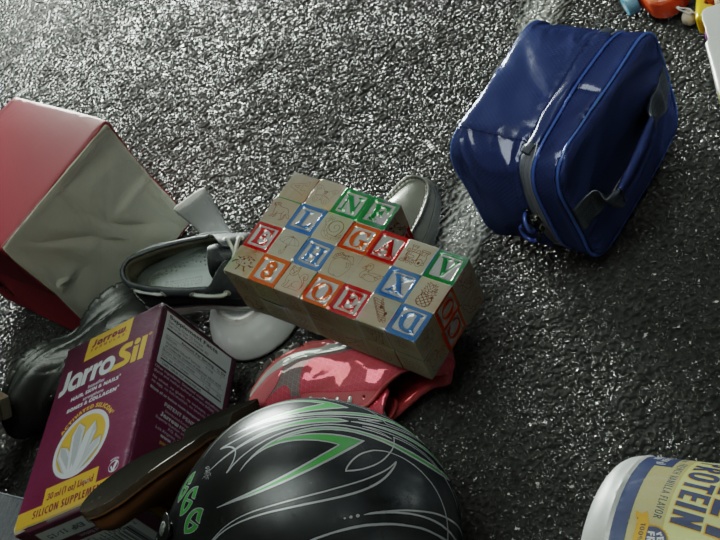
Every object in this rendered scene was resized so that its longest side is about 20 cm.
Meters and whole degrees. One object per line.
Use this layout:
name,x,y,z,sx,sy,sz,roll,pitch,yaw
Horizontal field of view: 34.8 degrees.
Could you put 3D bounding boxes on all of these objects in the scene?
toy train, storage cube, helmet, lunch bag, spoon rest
toy train,0.350,-0.294,1.092,0.200,0.056,0.150,-28,44,10
storage cube,-0.327,-0.060,1.239,0.180,0.171,0.200,18,65,41
helmet,-0.029,0.186,0.826,0.191,0.200,0.200,-43,42,9
lunch bag,0.182,-0.110,0.981,0.132,0.136,0.200,14,63,40
spoon rest,-0.123,0.006,1.147,0.099,0.061,0.200,-34,56,5

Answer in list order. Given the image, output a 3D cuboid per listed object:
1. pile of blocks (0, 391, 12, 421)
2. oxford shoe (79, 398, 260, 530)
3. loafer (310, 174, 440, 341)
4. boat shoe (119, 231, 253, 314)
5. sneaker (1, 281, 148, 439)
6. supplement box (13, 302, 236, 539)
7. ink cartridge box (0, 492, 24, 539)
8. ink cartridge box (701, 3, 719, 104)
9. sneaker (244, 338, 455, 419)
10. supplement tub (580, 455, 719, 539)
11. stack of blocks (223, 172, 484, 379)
pile of blocks,-0.394,0.187,1.095,0.062,0.082,0.200,17,86,39
oxford shoe,-0.132,0.163,0.894,0.071,0.071,0.200,-19,2,36
loafer,0.014,-0.013,1.053,0.070,0.070,0.200,7,58,37
boat shoe,-0.131,-0.001,1.080,0.200,0.060,0.076,-15,59,17
sneaker,-0.273,0.100,1.143,0.200,0.076,0.091,-44,53,-2
supplement box,-0.199,0.149,1.004,0.131,0.103,0.200,-27,38,27
ink cartridge box,-0.354,0.284,0.993,0.200,0.047,0.198,12,57,4
ink cartridge box,0.358,-0.150,0.952,0.117,0.067,0.200,-16,48,21
sneaker,-0.011,0.098,0.971,0.200,0.074,0.087,-28,45,9
supplement tub,0.244,0.190,0.676,0.200,0.144,0.145,1,55,33
stack of blocks,0.000,0.000,0.964,0.200,0.059,0.115,20,64,32
